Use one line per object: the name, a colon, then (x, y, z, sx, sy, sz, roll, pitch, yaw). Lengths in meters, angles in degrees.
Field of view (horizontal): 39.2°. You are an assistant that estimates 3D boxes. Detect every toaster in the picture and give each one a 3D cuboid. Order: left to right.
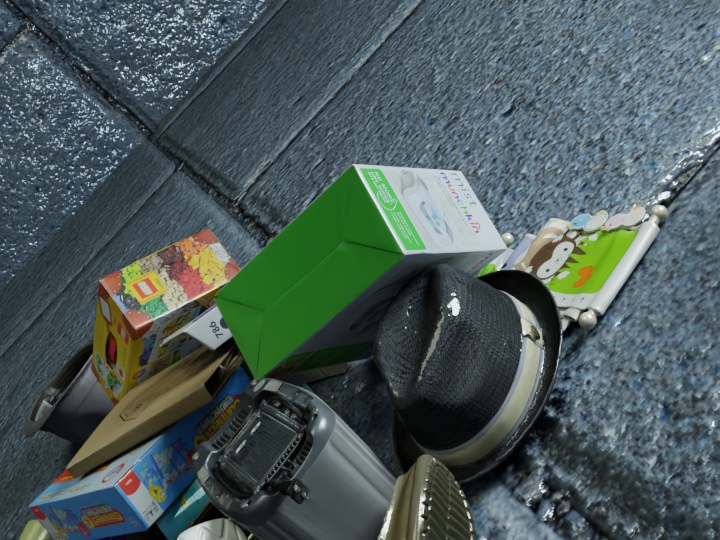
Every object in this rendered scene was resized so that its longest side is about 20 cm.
toaster: (-0.040, 0.171, 0.801, 0.114, 0.129, 0.199, -52, 23, -14)

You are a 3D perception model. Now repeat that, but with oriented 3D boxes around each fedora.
fedora: (-0.387, 0.181, 1.427, 0.199, 0.090, 0.178, -32, 25, 45)
fedora: (0.067, 0.067, 0.806, 0.200, 0.091, 0.202, -38, 30, 27)

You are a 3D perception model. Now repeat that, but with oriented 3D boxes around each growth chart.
growth chart: (0.164, 0.001, 0.875, 0.199, 0.018, 0.145, -8, 43, 55)

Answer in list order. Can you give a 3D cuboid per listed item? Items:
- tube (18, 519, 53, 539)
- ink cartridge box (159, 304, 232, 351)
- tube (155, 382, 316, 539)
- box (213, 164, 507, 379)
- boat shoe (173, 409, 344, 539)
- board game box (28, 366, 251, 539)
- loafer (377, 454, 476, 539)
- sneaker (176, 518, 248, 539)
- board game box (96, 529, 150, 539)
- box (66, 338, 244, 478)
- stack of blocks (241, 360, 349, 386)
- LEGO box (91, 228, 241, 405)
tube: (-0.414, 0.390, 1.180, 0.051, 0.058, 0.201, -11, 40, 31)
ink cartridge box: (-0.117, 0.032, 1.048, 0.199, 0.039, 0.099, -35, 5, -8)
tube: (-0.115, 0.194, 1.008, 0.200, 0.051, 0.077, -42, 31, -8)
box: (0.000, 0.000, 0.916, 0.200, 0.097, 0.176, -40, -21, 30)
boat shoe: (-0.095, 0.198, 0.921, 0.203, 0.075, 0.075, -52, 24, -14)
board game box: (-0.227, 0.196, 1.076, 0.199, 0.056, 0.196, -22, 18, 46)
loafer: (0.032, 0.211, 0.681, 0.067, 0.076, 0.201, -25, 30, 27)
sneaker: (-0.095, 0.304, 0.763, 0.079, 0.130, 0.200, -17, 55, -22)
board game box: (-0.302, 0.353, 1.061, 0.199, 0.041, 0.200, -45, 22, 3)
box: (-0.201, 0.130, 1.063, 0.199, 0.021, 0.164, -30, 13, 24)
stack of blocks: (-0.079, 0.071, 1.122, 0.199, 0.059, 0.116, -22, 33, 44)
LEGO box: (-0.231, 0.062, 1.193, 0.148, 0.077, 0.201, -29, -22, -32)
